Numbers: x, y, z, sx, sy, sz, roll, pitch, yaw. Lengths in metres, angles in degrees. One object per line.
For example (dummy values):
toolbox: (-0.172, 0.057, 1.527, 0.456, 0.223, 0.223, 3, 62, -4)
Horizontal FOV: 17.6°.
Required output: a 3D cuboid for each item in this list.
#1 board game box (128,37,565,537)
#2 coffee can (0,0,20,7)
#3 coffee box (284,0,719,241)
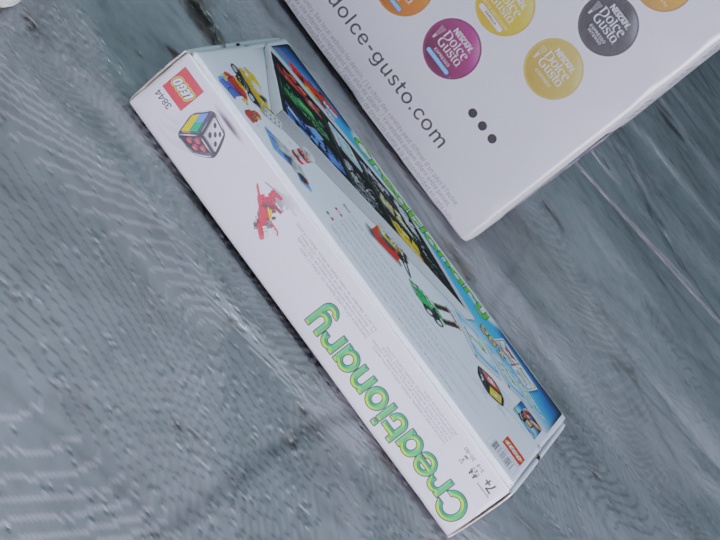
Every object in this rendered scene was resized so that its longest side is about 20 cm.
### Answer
board game box: (0.000, 0.000, 0.898, 0.201, 0.035, 0.126, 54, 16, 3)
coffee can: (-0.091, -0.207, 0.776, 0.146, 0.200, 0.147, 47, 16, -18)
coffee box: (0.088, -0.163, 1.217, 0.200, 0.197, 0.200, 53, 15, 2)
